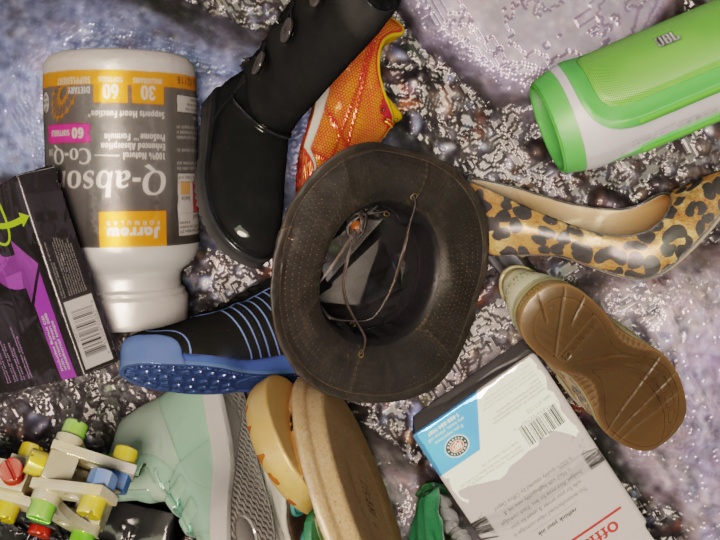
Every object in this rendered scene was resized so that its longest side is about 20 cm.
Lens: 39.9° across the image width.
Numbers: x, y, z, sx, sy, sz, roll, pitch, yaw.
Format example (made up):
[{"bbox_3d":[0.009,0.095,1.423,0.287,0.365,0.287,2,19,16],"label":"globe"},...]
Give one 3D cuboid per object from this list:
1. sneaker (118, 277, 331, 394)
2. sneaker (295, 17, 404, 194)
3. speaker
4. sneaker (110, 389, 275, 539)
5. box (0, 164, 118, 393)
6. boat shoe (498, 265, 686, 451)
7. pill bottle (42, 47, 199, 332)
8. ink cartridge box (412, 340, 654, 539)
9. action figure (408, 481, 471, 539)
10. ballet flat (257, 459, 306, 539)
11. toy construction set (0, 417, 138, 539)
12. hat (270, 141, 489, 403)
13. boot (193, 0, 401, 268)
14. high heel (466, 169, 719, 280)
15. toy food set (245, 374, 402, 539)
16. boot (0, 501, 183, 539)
[{"bbox_3d":[-0.088,0.047,0.752,0.197,0.070,0.079,4,65,-32],"label":"sneaker"},{"bbox_3d":[-0.009,-0.102,0.768,0.076,0.073,0.203,12,98,-7],"label":"sneaker"},{"bbox_3d":[0.232,-0.145,0.746,0.197,0.088,0.090,-22,94,4],"label":"speaker"},{"bbox_3d":[-0.134,0.181,0.754,0.117,0.074,0.202,-25,50,13],"label":"sneaker"},{"bbox_3d":[-0.267,0.018,0.747,0.198,0.036,0.145,-15,95,46],"label":"box"},{"bbox_3d":[0.180,0.064,0.758,0.073,0.063,0.200,-43,119,4],"label":"boat shoe"},{"bbox_3d":[-0.180,-0.060,0.754,0.114,0.116,0.204,-1,95,2],"label":"pill bottle"},{"bbox_3d":[0.141,0.174,0.786,0.115,0.068,0.201,-34,92,5],"label":"ink cartridge box"},{"bbox_3d":[0.063,0.233,0.738,0.054,0.201,0.119,9,124,-10],"label":"action figure"},{"bbox_3d":[-0.063,0.196,0.803,0.068,0.069,0.204,-2,96,2],"label":"ballet flat"},{"bbox_3d":[-0.256,0.140,0.722,0.198,0.132,0.093,26,62,9],"label":"toy construction set"},{"bbox_3d":[0.000,0.000,0.728,0.198,0.080,0.204,-8,103,-37],"label":"hat"},{"bbox_3d":[-0.039,-0.121,0.692,0.199,0.065,0.167,-38,51,35],"label":"boot"},{"bbox_3d":[0.181,-0.056,0.760,0.199,0.071,0.143,-36,99,14],"label":"high heel"},{"bbox_3d":[-0.015,0.172,0.707,0.048,0.200,0.201,-22,75,6],"label":"toy food set"},{"bbox_3d":[-0.253,0.256,0.808,0.196,0.066,0.168,11,97,-3],"label":"boot"}]
